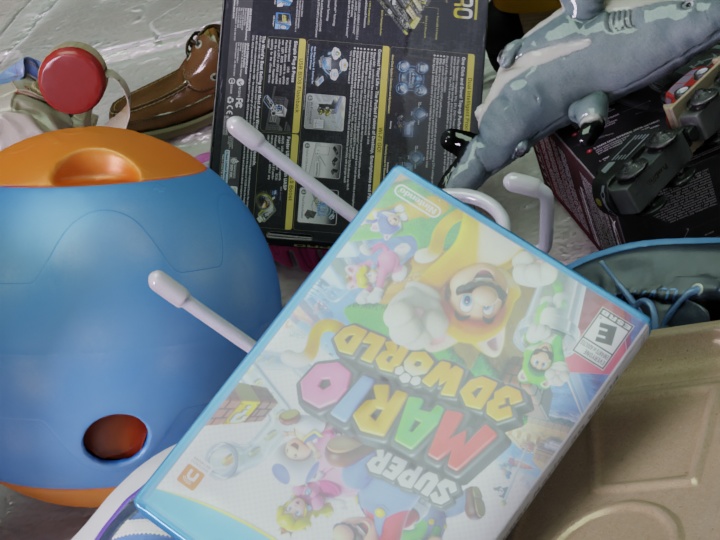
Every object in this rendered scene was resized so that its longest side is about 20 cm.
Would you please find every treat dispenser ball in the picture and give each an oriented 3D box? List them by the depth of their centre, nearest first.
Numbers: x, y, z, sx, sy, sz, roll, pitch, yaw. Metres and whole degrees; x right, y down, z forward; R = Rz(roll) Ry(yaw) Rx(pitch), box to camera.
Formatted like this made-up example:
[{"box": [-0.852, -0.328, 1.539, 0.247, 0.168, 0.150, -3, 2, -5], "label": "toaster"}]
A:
[{"box": [-0.141, 0.025, 0.959, 0.200, 0.202, 0.201, -16, 28, 9], "label": "treat dispenser ball"}]

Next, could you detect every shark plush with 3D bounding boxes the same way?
[{"box": [0.110, -0.101, 0.992, 0.200, 0.091, 0.083, -33, 47, -11], "label": "shark plush"}]

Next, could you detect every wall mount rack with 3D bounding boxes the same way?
[{"box": [0.000, 0.000, 0.896, 0.173, 0.075, 0.200, 9, 46, 14], "label": "wall mount rack"}]

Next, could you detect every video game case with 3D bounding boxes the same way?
[{"box": [0.015, 0.064, 0.799, 0.143, 0.018, 0.200, 33, 74, 19], "label": "video game case"}]

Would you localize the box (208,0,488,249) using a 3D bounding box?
[{"box": [-0.007, -0.112, 1.077, 0.160, 0.201, 0.049, 4, -5, -1], "label": "box"}]

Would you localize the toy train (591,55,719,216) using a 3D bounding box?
[{"box": [0.187, -0.090, 0.965, 0.200, 0.034, 0.046, -42, 23, -32], "label": "toy train"}]

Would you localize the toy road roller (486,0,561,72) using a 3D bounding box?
[{"box": [0.159, -0.238, 1.280, 0.122, 0.146, 0.200, -2, 33, 30], "label": "toy road roller"}]

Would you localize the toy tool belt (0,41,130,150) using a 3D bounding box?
[{"box": [-0.239, -0.094, 1.286, 0.200, 0.125, 0.123, -50, 12, 19], "label": "toy tool belt"}]

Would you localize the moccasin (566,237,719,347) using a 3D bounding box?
[{"box": [0.167, 0.024, 0.886, 0.199, 0.081, 0.068, -14, 38, 18], "label": "moccasin"}]

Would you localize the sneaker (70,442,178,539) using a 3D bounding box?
[{"box": [-0.074, 0.162, 0.815, 0.146, 0.081, 0.200, 21, 45, 40], "label": "sneaker"}]

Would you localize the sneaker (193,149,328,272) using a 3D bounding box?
[{"box": [-0.058, -0.050, 1.164, 0.199, 0.082, 0.088, -4, 29, 20], "label": "sneaker"}]

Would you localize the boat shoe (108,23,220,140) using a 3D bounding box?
[{"box": [-0.110, -0.161, 1.404, 0.199, 0.068, 0.072, -21, 29, 2], "label": "boat shoe"}]

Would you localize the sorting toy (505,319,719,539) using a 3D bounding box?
[{"box": [0.087, 0.112, 0.812, 0.184, 0.037, 0.200, -10, 38, 30], "label": "sorting toy"}]

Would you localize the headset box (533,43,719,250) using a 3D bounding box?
[{"box": [0.188, -0.078, 1.054, 0.148, 0.077, 0.200, -23, 27, -4], "label": "headset box"}]
